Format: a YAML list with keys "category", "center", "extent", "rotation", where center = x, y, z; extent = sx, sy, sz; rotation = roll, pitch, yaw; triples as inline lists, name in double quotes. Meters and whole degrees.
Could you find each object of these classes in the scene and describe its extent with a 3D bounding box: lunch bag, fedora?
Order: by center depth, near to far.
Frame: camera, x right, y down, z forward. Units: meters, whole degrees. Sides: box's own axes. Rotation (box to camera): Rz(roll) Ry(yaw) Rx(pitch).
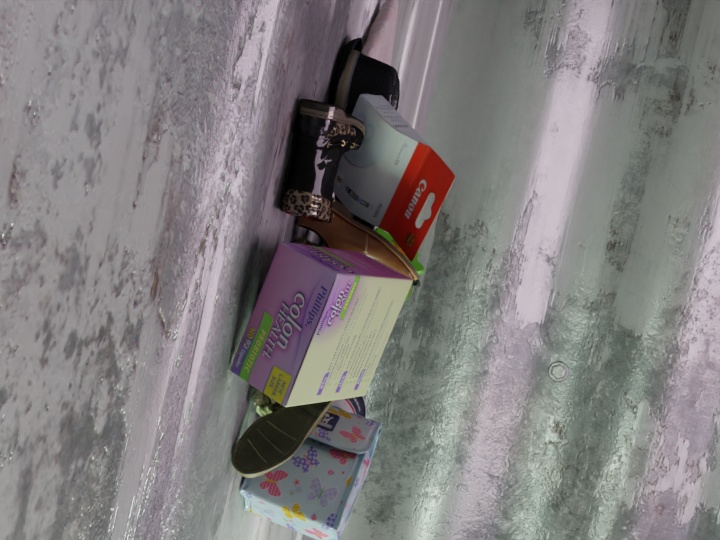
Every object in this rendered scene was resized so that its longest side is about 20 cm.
- category: "fedora"
  center: [0.008, -0.256, 1.469]
  extent: [0.201, 0.091, 0.202]
  rotation: [13, 90, -83]
- category: "lunch bag"
  center: [-0.075, 0.299, 1.475]
  extent: [0.127, 0.169, 0.201]
  rotation: [93, 20, -57]

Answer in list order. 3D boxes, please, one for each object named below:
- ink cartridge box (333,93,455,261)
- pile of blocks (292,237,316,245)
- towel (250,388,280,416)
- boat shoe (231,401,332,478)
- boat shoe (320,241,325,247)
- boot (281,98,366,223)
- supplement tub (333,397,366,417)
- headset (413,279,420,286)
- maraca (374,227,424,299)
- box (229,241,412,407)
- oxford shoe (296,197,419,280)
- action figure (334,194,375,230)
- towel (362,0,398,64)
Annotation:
- category: "ink cartridge box"
  center: [0.037, -0.134, 1.368]
  extent: [0.047, 0.200, 0.161]
  rotation: [-6, 135, -38]
- category: "pile of blocks"
  center: [-0.068, 0.001, 1.464]
  extent: [0.200, 0.062, 0.083]
  rotation: [78, 26, -76]
- category: "towel"
  center: [-0.081, 0.138, 1.389]
  extent: [0.200, 0.036, 0.149]
  rotation: [-42, 166, -16]
- category: "boat shoe"
  center: [-0.105, 0.229, 1.347]
  extent: [0.200, 0.072, 0.068]
  rotation: [-39, 165, -29]
- category: "boat shoe"
  center: [-0.021, -0.058, 1.700]
  extent: [0.200, 0.075, 0.061]
  rotation: [-18, 126, -84]
- category: "boot"
  center: [-0.050, -0.142, 1.279]
  extent: [0.200, 0.073, 0.152]
  rotation: [7, 95, -80]
- category: "supplement tub"
  center: [-0.064, 0.260, 1.669]
  extent: [0.200, 0.139, 0.141]
  rotation: [-32, 135, -81]
- category: "headset"
  center: [0.034, 0.069, 1.712]
  extent: [0.124, 0.093, 0.200]
  rotation: [96, 20, -47]
- category: "maraca"
  center: [0.036, -0.004, 1.614]
  extent: [0.107, 0.137, 0.200]
  rotation: [-47, 177, 42]
- category: "box"
  center: [-0.046, 0.068, 1.208]
  extent: [0.200, 0.096, 0.177]
  rotation: [4, 110, -61]
- category: "oxford shoe"
  center: [-0.005, -0.033, 1.378]
  extent: [0.071, 0.199, 0.071]
  rotation: [-55, 176, -10]
- category: "action figure"
  center: [-0.019, -0.141, 1.590]
  extent: [0.134, 0.148, 0.201]
  rotation: [-52, -149, 36]
- category: "towel"
  center: [0.023, -0.357, 1.682]
  extent: [0.192, 0.032, 0.201]
  rotation: [97, 9, -48]
